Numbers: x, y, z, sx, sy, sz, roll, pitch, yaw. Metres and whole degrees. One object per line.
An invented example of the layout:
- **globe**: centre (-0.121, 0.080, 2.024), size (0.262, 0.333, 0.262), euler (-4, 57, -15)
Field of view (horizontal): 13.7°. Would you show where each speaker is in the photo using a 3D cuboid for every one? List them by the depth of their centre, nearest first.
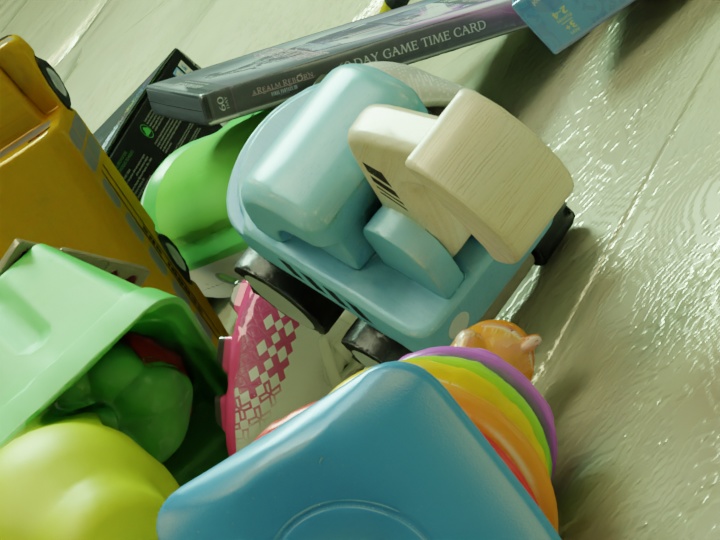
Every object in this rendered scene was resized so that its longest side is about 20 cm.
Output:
- **speaker**: centre (-0.044, -0.037, 1.489), size (0.088, 0.088, 0.200), euler (-56, 15, -20)

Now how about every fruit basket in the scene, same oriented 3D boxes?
- **fruit basket**: centre (-0.126, 0.108, 1.278), size (0.216, 0.156, 0.216), euler (-10, 55, 15)

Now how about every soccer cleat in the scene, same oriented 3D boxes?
- **soccer cleat**: centre (0.000, 0.000, 1.293), size (0.070, 0.086, 0.200), euler (51, -128, -61)

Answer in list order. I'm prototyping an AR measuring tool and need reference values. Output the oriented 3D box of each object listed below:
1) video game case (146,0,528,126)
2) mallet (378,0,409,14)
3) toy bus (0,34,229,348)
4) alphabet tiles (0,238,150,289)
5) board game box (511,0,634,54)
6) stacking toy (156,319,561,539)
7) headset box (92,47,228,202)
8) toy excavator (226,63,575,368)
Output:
- **video game case**: centre (0.005, -0.108, 1.435), size (0.200, 0.019, 0.143), euler (-17, 9, -12)
- **mallet**: centre (0.013, -0.126, 1.534), size (0.200, 0.041, 0.066), euler (-61, 5, 43)
- **toy bus**: centre (-0.138, -0.014, 1.464), size (0.065, 0.200, 0.078), euler (-32, 15, 8)
- **alphabet tiles**: centre (-0.180, 0.073, 1.379), size (0.200, 0.006, 0.166), euler (-55, -30, 12)
- **board game box**: centre (0.145, -0.192, 1.362), size (0.151, 0.037, 0.200), euler (-34, 19, 25)
- **stacking toy**: centre (0.025, 0.065, 1.010), size (0.116, 0.110, 0.200), euler (-33, 9, 24)
- **headset box**: centre (-0.155, -0.003, 1.712), size (0.200, 0.093, 0.174), euler (-43, 12, 29)
- **toy excavator**: centre (0.014, -0.028, 1.133), size (0.194, 0.200, 0.100), euler (32, 80, 33)
